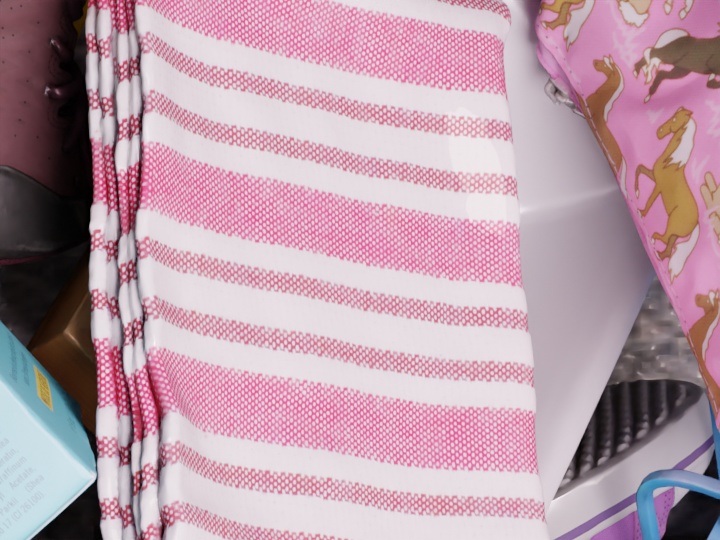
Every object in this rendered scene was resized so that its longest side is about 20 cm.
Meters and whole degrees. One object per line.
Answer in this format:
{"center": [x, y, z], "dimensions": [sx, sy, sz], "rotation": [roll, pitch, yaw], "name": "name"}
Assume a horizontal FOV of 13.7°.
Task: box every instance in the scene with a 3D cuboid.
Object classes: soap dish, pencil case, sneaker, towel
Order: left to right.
{"center": [-0.088, -0.078, 0.822], "dimensions": [0.200, 0.076, 0.116], "rotation": [-48, 121, -3], "name": "sneaker"}
{"center": [-0.006, 0.005, 0.789], "dimensions": [0.146, 0.030, 0.201], "rotation": [9, 71, -42], "name": "towel"}
{"center": [0.000, 0.000, 0.873], "dimensions": [0.157, 0.081, 0.200], "rotation": [46, 51, -23], "name": "soap dish"}
{"center": [0.043, 0.123, 0.934], "dimensions": [0.200, 0.073, 0.114], "rotation": [-35, 111, -17], "name": "sneaker"}
{"center": [0.117, -0.016, 0.831], "dimensions": [0.083, 0.087, 0.200], "rotation": [-2, 52, -28], "name": "pencil case"}

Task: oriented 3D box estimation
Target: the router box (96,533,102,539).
{"center": [-0.067, 0.187, 0.833], "dimensions": [0.157, 0.052, 0.200], "rotation": [43, 87, -24], "name": "router box"}

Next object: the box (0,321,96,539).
{"center": [-0.149, -0.014, 0.725], "dimensions": [0.049, 0.082, 0.200], "rotation": [-42, 103, 0], "name": "box"}

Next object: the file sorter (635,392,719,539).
{"center": [0.187, 0.040, 0.916], "dimensions": [0.200, 0.138, 0.123], "rotation": [-57, 152, -29], "name": "file sorter"}

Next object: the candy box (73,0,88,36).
{"center": [-0.160, -0.114, 0.830], "dimensions": [0.200, 0.026, 0.102], "rotation": [28, 79, -29], "name": "candy box"}
